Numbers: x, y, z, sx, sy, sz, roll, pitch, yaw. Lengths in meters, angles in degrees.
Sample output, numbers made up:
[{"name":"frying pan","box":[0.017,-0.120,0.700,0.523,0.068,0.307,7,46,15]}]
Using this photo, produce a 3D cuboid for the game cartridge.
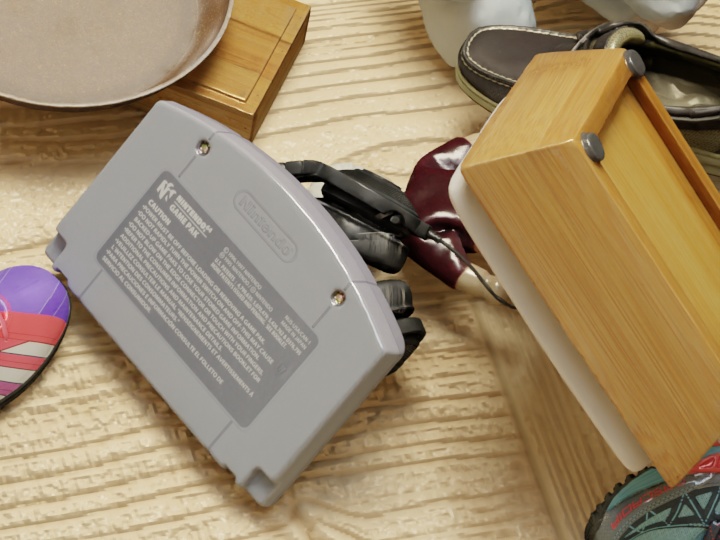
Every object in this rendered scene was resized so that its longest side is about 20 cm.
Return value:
[{"name":"game cartridge","box":[-0.070,0.010,1.541,0.200,0.133,0.040,48,21,22]}]

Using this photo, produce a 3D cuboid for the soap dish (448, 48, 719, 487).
[{"name":"soap dish","box":[0.139,-0.010,1.494,0.200,0.081,0.157,56,28,-12]}]

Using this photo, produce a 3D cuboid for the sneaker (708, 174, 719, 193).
[{"name":"sneaker","box":[0.208,-0.048,1.677,0.199,0.077,0.081,17,57,12]}]

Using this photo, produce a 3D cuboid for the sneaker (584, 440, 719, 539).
[{"name":"sneaker","box":[0.219,0.144,1.518,0.199,0.079,0.096,-3,55,-13]}]

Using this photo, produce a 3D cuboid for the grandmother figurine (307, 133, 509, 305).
[{"name":"grandmother figurine","box":[0.067,-0.036,1.623,0.199,0.061,0.122,1,42,5]}]

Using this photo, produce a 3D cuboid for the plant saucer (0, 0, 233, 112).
[{"name":"plant saucer","box":[-0.174,-0.162,1.671,0.199,0.032,0.201,5,51,-7]}]

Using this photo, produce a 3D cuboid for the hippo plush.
[{"name":"hippo plush","box":[0.109,-0.196,1.708,0.160,0.201,0.159,-33,42,-22]}]

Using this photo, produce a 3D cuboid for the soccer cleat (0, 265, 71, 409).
[{"name":"soccer cleat","box":[-0.230,0.047,1.512,0.200,0.073,0.068,-33,63,-31]}]

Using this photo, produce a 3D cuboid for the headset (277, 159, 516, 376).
[{"name":"headset","box":[0.000,0.000,1.551,0.199,0.094,0.124,-1,82,12]}]

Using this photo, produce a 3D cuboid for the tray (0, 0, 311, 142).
[{"name":"tray","box":[-0.140,-0.150,1.711,0.199,0.037,0.099,20,51,7]}]

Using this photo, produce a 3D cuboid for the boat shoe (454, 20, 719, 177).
[{"name":"boat shoe","box":[0.147,-0.112,1.636,0.199,0.065,0.073,15,52,19]}]
